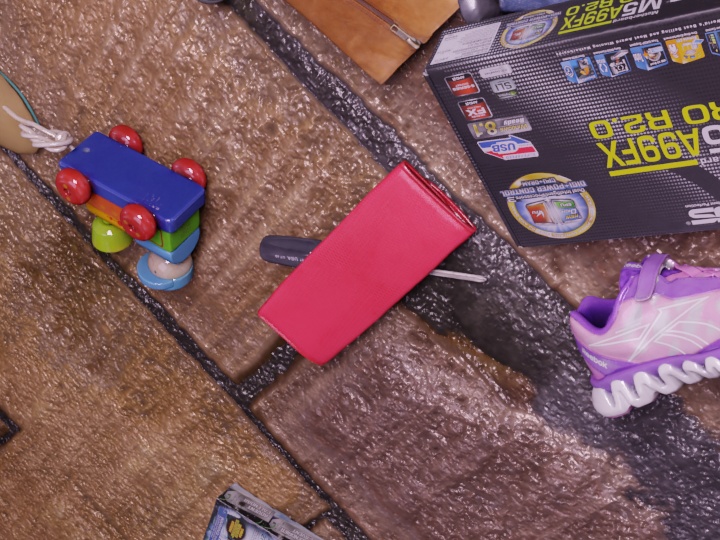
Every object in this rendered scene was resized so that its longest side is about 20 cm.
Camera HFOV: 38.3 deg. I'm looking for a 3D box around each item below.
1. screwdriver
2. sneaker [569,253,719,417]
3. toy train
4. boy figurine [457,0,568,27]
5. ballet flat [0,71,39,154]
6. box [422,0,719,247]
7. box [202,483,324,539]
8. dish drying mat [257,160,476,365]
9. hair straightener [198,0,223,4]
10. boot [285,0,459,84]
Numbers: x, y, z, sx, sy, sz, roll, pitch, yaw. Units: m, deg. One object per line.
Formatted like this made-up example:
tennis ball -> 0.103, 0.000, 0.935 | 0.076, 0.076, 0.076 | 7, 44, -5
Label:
screwdriver -> 0.007, -0.011, 0.836 | 0.199, 0.028, 0.029 | 3, 89, 25
sneaker -> 0.216, 0.024, 0.684 | 0.200, 0.080, 0.089 | -33, 89, 42
toy train -> -0.230, -0.066, 0.924 | 0.199, 0.085, 0.116 | 27, 141, 17
boy figurine -> 0.150, -0.194, 0.605 | 0.199, 0.064, 0.125 | -4, 111, 38
ballet flat -> -0.376, -0.181, 0.955 | 0.069, 0.063, 0.200 | -33, 96, 41
box -> 0.160, -0.091, 0.636 | 0.199, 0.044, 0.160 | -4, 135, 35
box -> -0.111, 0.338, 1.075 | 0.136, 0.040, 0.201 | 27, 115, 17
dish drying mat -> 0.000, 0.000, 0.821 | 0.077, 0.018, 0.200 | 43, 125, -5
hair straightener -> -0.175, -0.269, 0.787 | 0.200, 0.041, 0.077 | 41, 131, 6
boot -> -0.017, -0.224, 0.655 | 0.200, 0.069, 0.188 | 36, 139, -9
